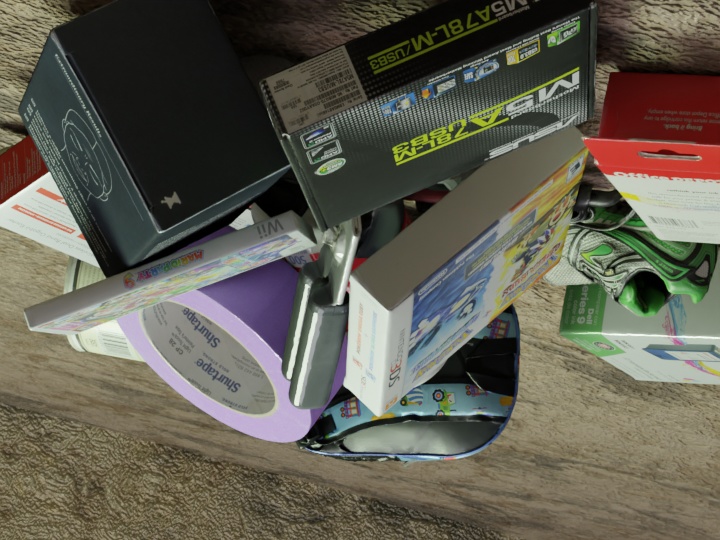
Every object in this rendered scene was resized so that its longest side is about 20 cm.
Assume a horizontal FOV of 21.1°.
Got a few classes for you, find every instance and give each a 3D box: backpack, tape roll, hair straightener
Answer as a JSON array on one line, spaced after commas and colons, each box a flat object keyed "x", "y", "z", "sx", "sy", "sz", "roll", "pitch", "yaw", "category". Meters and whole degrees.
[{"x": 0.054, "y": 0.081, "z": 1.705, "sx": 0.198, "sy": 0.185, "sz": 0.134, "roll": 0, "pitch": 173, "yaw": 21, "category": "backpack"}, {"x": -0.105, "y": 0.048, "z": 1.562, "sx": 0.199, "sy": 0.066, "sz": 0.201, "roll": 29, "pitch": 152, "yaw": 17, "category": "tape roll"}, {"x": 0.132, "y": -0.059, "z": 1.529, "sx": 0.198, "sy": 0.041, "sz": 0.077, "roll": 0, "pitch": 163, "yaw": 26, "category": "hair straightener"}]

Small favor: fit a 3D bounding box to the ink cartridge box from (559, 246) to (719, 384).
[{"x": 0.293, "y": 0.039, "z": 1.659, "sx": 0.199, "sy": 0.088, "sz": 0.145, "roll": -1, "pitch": 161, "yaw": 37, "category": "ink cartridge box"}]

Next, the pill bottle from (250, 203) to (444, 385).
[{"x": 0.000, "y": 0.000, "z": 1.556, "sx": 0.111, "sy": 0.113, "sz": 0.201, "roll": 2, "pitch": 137, "yaw": 35, "category": "pill bottle"}]

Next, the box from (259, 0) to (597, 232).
[{"x": 0.047, "y": -0.104, "z": 1.182, "sx": 0.198, "sy": 0.048, "sz": 0.193, "roll": -23, "pitch": 162, "yaw": -1, "category": "box"}]

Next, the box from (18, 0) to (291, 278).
[{"x": -0.145, "y": -0.093, "z": 1.321, "sx": 0.106, "sy": 0.149, "sz": 0.200, "roll": -28, "pitch": 179, "yaw": -19, "category": "box"}]

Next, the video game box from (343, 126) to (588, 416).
[{"x": 0.074, "y": -0.002, "z": 1.402, "sx": 0.047, "sy": 0.200, "sz": 0.183, "roll": 45, "pitch": 160, "yaw": 17, "category": "video game box"}]

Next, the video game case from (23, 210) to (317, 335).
[{"x": -0.132, "y": 0.004, "z": 1.391, "sx": 0.198, "sy": 0.018, "sz": 0.143, "roll": -20, "pitch": 175, "yaw": 3, "category": "video game case"}]

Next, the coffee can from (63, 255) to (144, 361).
[{"x": -0.168, "y": 0.022, "z": 1.868, "sx": 0.198, "sy": 0.148, "sz": 0.146, "roll": 10, "pitch": 166, "yaw": 13, "category": "coffee can"}]

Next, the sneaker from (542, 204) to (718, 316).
[{"x": 0.206, "y": -0.007, "z": 1.551, "sx": 0.078, "sy": 0.086, "sz": 0.199, "roll": 19, "pitch": 165, "yaw": -29, "category": "sneaker"}]

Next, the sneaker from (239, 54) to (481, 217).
[{"x": -0.012, "y": -0.083, "z": 1.402, "sx": 0.198, "sy": 0.076, "sz": 0.114, "roll": 17, "pitch": 145, "yaw": 4, "category": "sneaker"}]

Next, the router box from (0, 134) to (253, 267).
[{"x": -0.176, "y": -0.068, "z": 1.572, "sx": 0.179, "sy": 0.049, "sz": 0.199, "roll": -28, "pitch": 145, "yaw": 31, "category": "router box"}]

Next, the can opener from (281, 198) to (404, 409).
[{"x": -0.010, "y": 0.019, "z": 1.400, "sx": 0.066, "sy": 0.054, "sz": 0.201, "roll": -4, "pitch": 136, "yaw": -17, "category": "can opener"}]

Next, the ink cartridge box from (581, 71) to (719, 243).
[{"x": 0.230, "y": -0.077, "z": 1.284, "sx": 0.115, "sy": 0.068, "sz": 0.200, "roll": 5, "pitch": 165, "yaw": 25, "category": "ink cartridge box"}]

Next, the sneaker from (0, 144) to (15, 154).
[{"x": -0.243, "y": -0.092, "z": 1.665, "sx": 0.198, "sy": 0.071, "sz": 0.094, "roll": 7, "pitch": 156, "yaw": 13, "category": "sneaker"}]
